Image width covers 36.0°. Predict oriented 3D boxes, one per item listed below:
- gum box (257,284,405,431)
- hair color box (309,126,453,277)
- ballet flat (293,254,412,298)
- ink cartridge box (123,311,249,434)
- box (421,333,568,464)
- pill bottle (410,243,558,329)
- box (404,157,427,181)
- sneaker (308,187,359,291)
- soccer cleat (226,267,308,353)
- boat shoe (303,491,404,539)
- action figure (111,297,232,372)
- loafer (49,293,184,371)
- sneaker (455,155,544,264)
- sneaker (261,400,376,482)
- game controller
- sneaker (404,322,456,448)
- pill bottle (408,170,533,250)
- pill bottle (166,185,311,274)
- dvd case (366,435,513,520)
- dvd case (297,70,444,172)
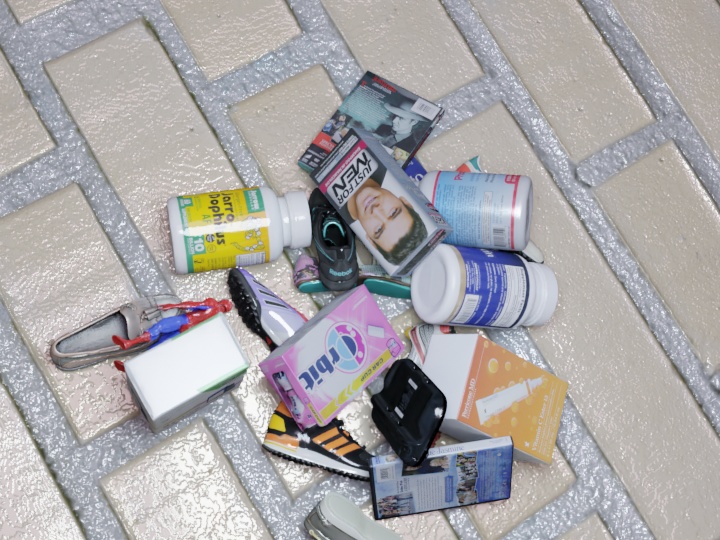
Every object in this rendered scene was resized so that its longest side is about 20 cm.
[{"bbox_3d":[-0.041,0.123,1.550,0.200,0.066,0.114,-40,101,-39],"label":"gum box"},{"bbox_3d":[0.028,-0.097,1.570,0.099,0.061,0.200,-46,69,19],"label":"hair color box"},{"bbox_3d":[0.000,0.000,1.643,0.199,0.069,0.072,3,69,-4],"label":"ballet flat"},{"bbox_3d":[-0.236,0.143,1.495,0.145,0.200,0.088,-28,84,-16],"label":"ink cartridge box"},{"bbox_3d":[0.184,0.182,1.558,0.199,0.097,0.125,28,70,-34],"label":"box"},{"bbox_3d":[0.183,0.027,1.613,0.199,0.116,0.116,7,73,-30],"label":"pill bottle"},{"bbox_3d":[0.068,-0.099,1.696,0.121,0.032,0.200,-38,84,-16],"label":"box"},{"bbox_3d":[-0.037,-0.064,1.613,0.075,0.080,0.201,-9,46,-7],"label":"sneaker"},{"bbox_3d":[-0.117,0.073,1.607,0.073,0.068,0.200,-34,84,-28],"label":"soccer cleat"},{"bbox_3d":[0.011,0.390,1.539,0.201,0.072,0.060,40,113,-9],"label":"boat shoe"},{"bbox_3d":[-0.259,0.080,1.558,0.199,0.052,0.066,-23,122,-39],"label":"action figure"},{"bbox_3d":[-0.342,0.086,1.563,0.199,0.063,0.072,-24,80,-14],"label":"loafer"},{"bbox_3d":[0.221,-0.094,1.698,0.200,0.070,0.093,43,79,7],"label":"sneaker"},{"bbox_3d":[-0.035,0.240,1.566,0.199,0.070,0.091,16,76,-2],"label":"sneaker"},{"bbox_3d":[0.064,0.188,1.499,0.042,0.200,0.105,32,94,-20],"label":"game controller"},{"bbox_3d":[0.088,0.174,1.612,0.082,0.078,0.201,5,75,18],"label":"sneaker"},{"bbox_3d":[0.147,-0.090,1.612,0.199,0.109,0.109,5,73,13],"label":"pill bottle"},{"bbox_3d":[-0.176,-0.062,1.604,0.199,0.113,0.113,-8,76,-11],"label":"pill bottle"},{"bbox_3d":[0.112,0.289,1.532,0.199,0.143,0.018,-9,48,-3],"label":"dvd case"},{"bbox_3d":[0.018,-0.204,1.696,0.146,0.022,0.200,28,68,16],"label":"dvd case"}]
